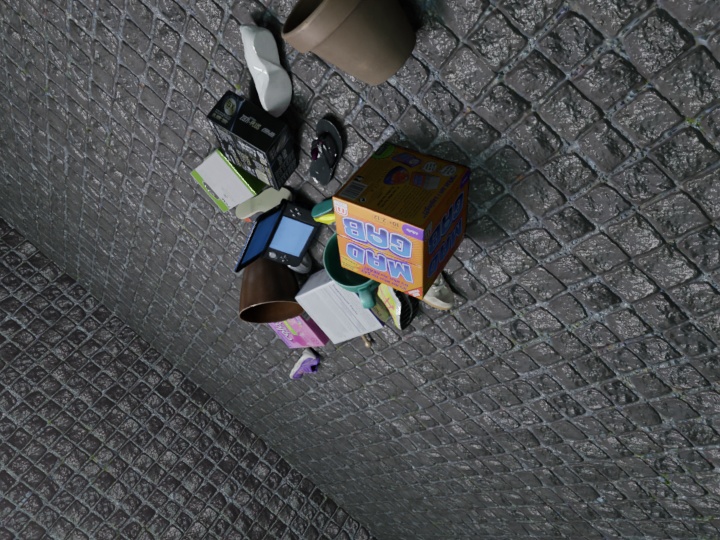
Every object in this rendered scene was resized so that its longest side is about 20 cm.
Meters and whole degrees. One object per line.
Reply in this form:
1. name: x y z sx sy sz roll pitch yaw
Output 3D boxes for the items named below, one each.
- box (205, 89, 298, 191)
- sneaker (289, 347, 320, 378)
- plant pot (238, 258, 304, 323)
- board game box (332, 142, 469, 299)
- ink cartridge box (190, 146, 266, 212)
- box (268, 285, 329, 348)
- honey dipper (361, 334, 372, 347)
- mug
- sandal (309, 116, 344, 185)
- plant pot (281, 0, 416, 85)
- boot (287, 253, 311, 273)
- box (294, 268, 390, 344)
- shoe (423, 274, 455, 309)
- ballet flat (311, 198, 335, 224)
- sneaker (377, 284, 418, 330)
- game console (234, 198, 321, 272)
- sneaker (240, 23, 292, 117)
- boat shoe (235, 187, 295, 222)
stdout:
1. box: -0.242 -0.292 1.350 0.164 0.086 0.200 32 167 10
2. sneaker: -0.199 0.354 2.137 0.083 0.081 0.200 33 146 -1
3. plant pot: -0.262 0.028 1.695 0.186 0.201 0.187 -8 158 -3
4. board game box: 0.087 -0.104 1.212 0.199 0.200 0.200 22 143 24
5. ink cartridge box: -0.347 -0.252 1.564 0.148 0.076 0.200 51 146 -18
6. box: -0.197 0.150 1.874 0.200 0.097 0.176 -11 123 50
7. honey dipper: -0.013 0.158 1.764 0.038 0.038 0.200 0 131 43
8. mug: -0.008 -0.007 1.433 0.152 0.186 0.114 15 171 16
9. sandal: -0.082 -0.256 1.330 0.075 0.048 0.201 32 146 10
10. plant pot: -0.005 -0.406 0.980 0.174 0.201 0.200 38 150 -29
11. boot: -0.176 -0.071 1.620 0.095 0.074 0.200 -14 131 36
12. box: -0.042 0.081 1.607 0.200 0.105 0.184 -23 114 40
13. shoe: 0.153 0.017 1.410 0.200 0.070 0.053 43 155 -2
14. ballet flat: -0.041 -0.149 1.417 0.067 0.067 0.200 31 155 -29
15. sneaker: 0.089 0.069 1.540 0.090 0.078 0.200 19 137 40
16. game console: -0.207 -0.070 1.507 0.170 0.119 0.200 19 130 -16
17. sneaker: -0.205 -0.424 1.246 0.088 0.075 0.200 37 151 35
18. boat shoe: -0.245 -0.171 1.573 0.200 0.071 0.063 -13 159 35
